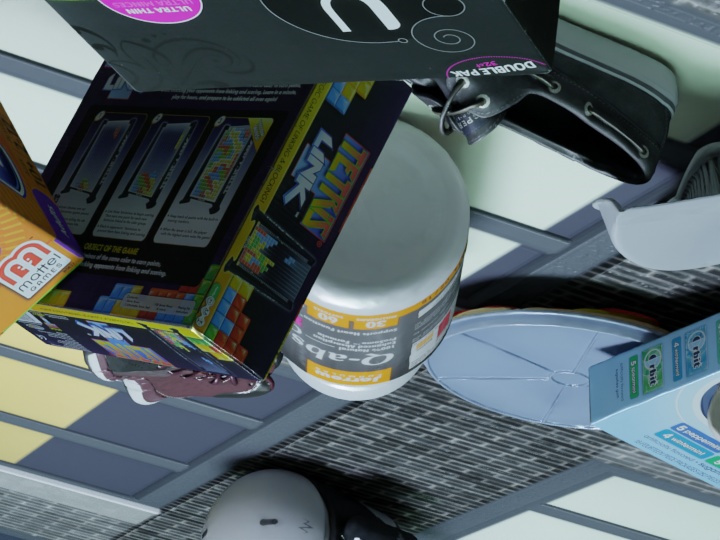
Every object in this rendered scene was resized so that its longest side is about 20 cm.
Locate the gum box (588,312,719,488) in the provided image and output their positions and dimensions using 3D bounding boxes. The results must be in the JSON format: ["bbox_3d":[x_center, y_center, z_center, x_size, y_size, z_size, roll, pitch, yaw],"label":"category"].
[{"bbox_3d":[0.270,0.075,1.607,0.170,0.045,0.200,27,141,-37],"label":"gum box"}]

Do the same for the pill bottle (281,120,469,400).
[{"bbox_3d":[0.000,0.000,1.491,0.116,0.117,0.200,9,159,2],"label":"pill bottle"}]

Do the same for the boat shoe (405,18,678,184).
[{"bbox_3d":[0.066,-0.091,1.290,0.199,0.067,0.070,20,157,-24],"label":"boat shoe"}]

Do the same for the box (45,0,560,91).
[{"bbox_3d":[-0.029,-0.162,1.071,0.199,0.125,0.149,-2,156,25],"label":"box"}]

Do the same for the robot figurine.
[{"bbox_3d":[-0.039,0.238,2.113,0.200,0.150,0.125,30,-169,-43],"label":"robot figurine"}]

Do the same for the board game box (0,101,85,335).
[{"bbox_3d":[-0.298,-0.045,1.281,0.200,0.200,0.200,-41,141,10],"label":"board game box"}]

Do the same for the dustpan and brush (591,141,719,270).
[{"bbox_3d":[0.181,-0.032,1.409,0.139,0.057,0.200,-10,161,-9],"label":"dustpan and brush"}]

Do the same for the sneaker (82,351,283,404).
[{"bbox_3d":[-0.112,0.043,1.736,0.115,0.076,0.200,1,169,9],"label":"sneaker"}]

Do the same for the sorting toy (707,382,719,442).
[{"bbox_3d":[0.288,0.049,1.447,0.179,0.201,0.107,11,-169,11],"label":"sorting toy"}]

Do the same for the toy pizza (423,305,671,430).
[{"bbox_3d":[0.137,0.057,1.693,0.199,0.032,0.200,8,158,3],"label":"toy pizza"}]

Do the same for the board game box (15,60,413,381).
[{"bbox_3d":[-0.085,-0.037,1.298,0.057,0.166,0.200,39,161,-34],"label":"board game box"}]
